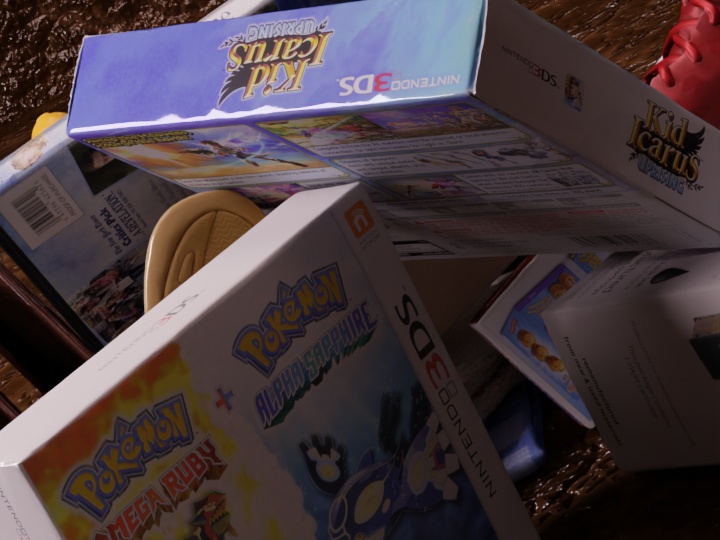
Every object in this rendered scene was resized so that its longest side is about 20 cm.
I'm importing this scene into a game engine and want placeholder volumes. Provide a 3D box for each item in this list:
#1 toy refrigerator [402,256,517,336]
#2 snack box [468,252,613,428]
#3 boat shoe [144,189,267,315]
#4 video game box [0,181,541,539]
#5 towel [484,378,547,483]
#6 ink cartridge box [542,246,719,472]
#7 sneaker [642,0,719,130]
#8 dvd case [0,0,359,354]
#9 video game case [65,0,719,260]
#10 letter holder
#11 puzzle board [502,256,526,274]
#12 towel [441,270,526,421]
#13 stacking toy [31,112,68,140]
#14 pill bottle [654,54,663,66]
[{"bbox_3d":[0.000,0.000,1.161,0.200,0.076,0.070,-45,23,-24],"label":"toy refrigerator"},{"bbox_3d":[0.141,-0.027,1.131,0.200,0.072,0.024,-48,5,-2],"label":"snack box"},{"bbox_3d":[-0.039,0.063,1.032,0.074,0.200,0.069,-17,7,-3],"label":"boat shoe"},{"bbox_3d":[-0.030,0.093,0.935,0.047,0.182,0.200,-13,21,47],"label":"video game box"},{"bbox_3d":[-0.006,0.102,1.190,0.200,0.024,0.147,-26,15,10],"label":"towel"},{"bbox_3d":[0.196,0.005,1.006,0.146,0.084,0.200,-37,15,-34],"label":"ink cartridge box"},{"bbox_3d":[0.139,-0.097,1.075,0.200,0.116,0.078,-29,11,-16],"label":"sneaker"},{"bbox_3d":[-0.057,-0.051,1.076,0.200,0.143,0.018,-36,56,-2],"label":"dvd case"},{"bbox_3d":[0.020,-0.051,0.975,0.200,0.046,0.181,-2,-16,40],"label":"video game case"},{"bbox_3d":[-0.203,0.063,1.290,0.101,0.142,0.200,-47,13,-15],"label":"letter holder"},{"bbox_3d":[0.057,-0.001,1.306,0.200,0.017,0.151,-18,-10,39],"label":"puzzle board"},{"bbox_3d":[0.020,0.055,1.189,0.132,0.035,0.200,-15,20,43],"label":"towel"},{"bbox_3d":[-0.128,-0.002,1.426,0.116,0.200,0.110,-20,17,35],"label":"stacking toy"},{"bbox_3d":[0.212,-0.083,1.230,0.200,0.114,0.114,-36,16,-26],"label":"pill bottle"}]
